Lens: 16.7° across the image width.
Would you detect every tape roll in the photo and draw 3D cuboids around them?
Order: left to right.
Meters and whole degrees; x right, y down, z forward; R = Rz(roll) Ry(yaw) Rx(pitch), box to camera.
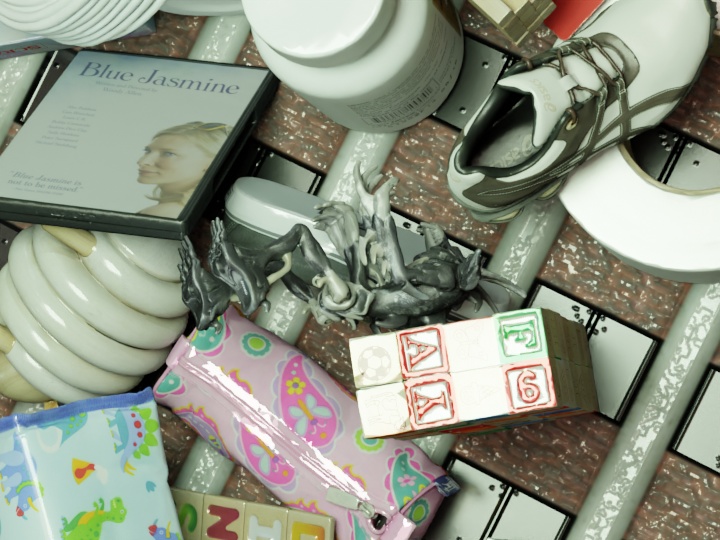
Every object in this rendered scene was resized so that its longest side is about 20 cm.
[{"bbox_3d":[0.214,-0.094,1.539,0.202,0.071,0.203,-2,82,13],"label":"tape roll"}]

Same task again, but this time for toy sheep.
[{"bbox_3d":[-0.172,0.013,1.584,0.200,0.138,0.138,-45,75,26],"label":"toy sheep"}]

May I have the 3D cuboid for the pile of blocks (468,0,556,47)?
[{"bbox_3d":[0.057,-0.217,1.511,0.062,0.082,0.200,-47,48,4],"label":"pile of blocks"}]

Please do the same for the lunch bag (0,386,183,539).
[{"bbox_3d":[-0.195,0.178,1.560,0.200,0.127,0.171,-24,78,53],"label":"lunch bag"}]

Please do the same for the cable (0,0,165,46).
[{"bbox_3d":[-0.181,-0.245,1.566,0.200,0.069,0.201,3,88,47],"label":"cable"}]

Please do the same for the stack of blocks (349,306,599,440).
[{"bbox_3d":[0.073,0.065,1.486,0.115,0.200,0.059,-11,83,12],"label":"stack of blocks"}]

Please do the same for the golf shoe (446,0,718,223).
[{"bbox_3d":[0.134,-0.106,1.477,0.200,0.094,0.078,-44,75,4],"label":"golf shoe"}]

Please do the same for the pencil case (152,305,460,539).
[{"bbox_3d":[-0.036,0.108,1.567,0.200,0.087,0.088,39,93,15],"label":"pencil case"}]

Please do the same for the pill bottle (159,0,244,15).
[{"bbox_3d":[-0.096,-0.275,1.612,0.112,0.112,0.201,-2,82,13],"label":"pill bottle"}]

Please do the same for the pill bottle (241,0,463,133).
[{"bbox_3d":[-0.007,-0.157,1.531,0.114,0.200,0.115,-1,83,12],"label":"pill bottle"}]

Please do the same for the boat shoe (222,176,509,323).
[{"bbox_3d":[0.000,0.000,1.587,0.200,0.069,0.057,23,111,15],"label":"boat shoe"}]

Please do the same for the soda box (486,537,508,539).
[{"bbox_3d":[0.160,0.233,1.517,0.200,0.064,0.068,22,89,15],"label":"soda box"}]

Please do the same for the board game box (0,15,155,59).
[{"bbox_3d":[-0.248,-0.246,1.680,0.199,0.041,0.201,-7,82,12],"label":"board game box"}]

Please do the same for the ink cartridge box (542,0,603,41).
[{"bbox_3d":[0.146,-0.264,1.552,0.200,0.050,0.161,-45,46,3],"label":"ink cartridge box"}]

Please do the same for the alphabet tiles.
[{"bbox_3d":[-0.077,0.229,1.560,0.200,0.006,0.167,7,95,33],"label":"alphabet tiles"}]

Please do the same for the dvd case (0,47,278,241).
[{"bbox_3d":[-0.147,-0.084,1.575,0.142,0.200,0.018,6,124,14],"label":"dvd case"}]

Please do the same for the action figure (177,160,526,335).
[{"bbox_3d":[-0.002,-0.009,1.479,0.199,0.119,0.102,0,69,-23],"label":"action figure"}]
